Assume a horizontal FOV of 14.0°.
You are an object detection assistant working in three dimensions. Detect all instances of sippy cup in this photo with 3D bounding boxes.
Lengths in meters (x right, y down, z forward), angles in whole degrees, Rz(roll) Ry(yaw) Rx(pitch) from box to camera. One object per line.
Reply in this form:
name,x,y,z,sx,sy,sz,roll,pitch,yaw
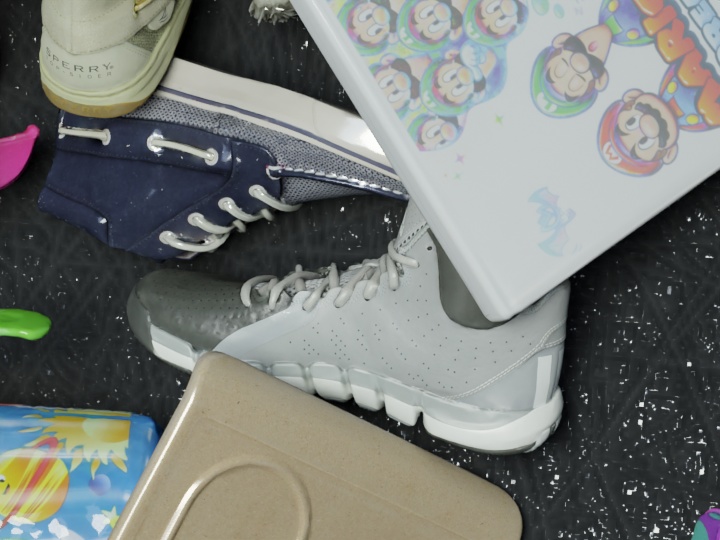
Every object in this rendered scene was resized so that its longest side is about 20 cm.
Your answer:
sippy cup,-0.148,0.116,1.302,0.130,0.178,0.140,-5,49,3

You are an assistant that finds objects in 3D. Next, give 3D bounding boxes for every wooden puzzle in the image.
wooden puzzle,-0.044,0.154,1.265,0.046,0.185,0.200,21,85,58

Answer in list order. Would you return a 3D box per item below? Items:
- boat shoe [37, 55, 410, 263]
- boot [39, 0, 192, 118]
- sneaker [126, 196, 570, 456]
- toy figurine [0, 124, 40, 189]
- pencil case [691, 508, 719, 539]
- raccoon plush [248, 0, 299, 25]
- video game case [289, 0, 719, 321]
boat shoe,-0.053,-0.040,1.328,0.200,0.075,0.093,19,93,24
boot,-0.098,-0.188,1.283,0.072,0.155,0.200,11,56,9
sneaker,0.000,0.000,1.283,0.199,0.075,0.116,14,118,7
toy figurine,-0.202,-0.117,1.329,0.150,0.184,0.200,-4,41,7
pencil case,0.122,0.192,1.210,0.085,0.092,0.200,20,62,45
raccoon plush,0.041,-0.126,1.304,0.200,0.097,0.134,44,103,15
video game case,0.075,-0.110,1.239,0.182,0.024,0.200,-35,97,-20
